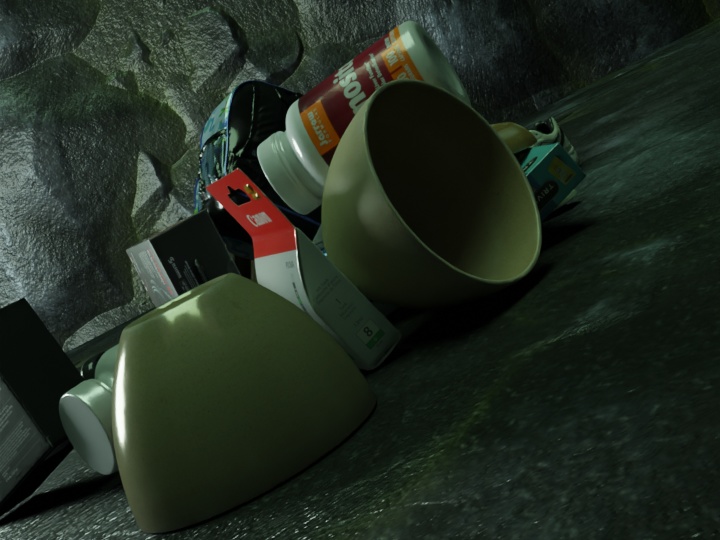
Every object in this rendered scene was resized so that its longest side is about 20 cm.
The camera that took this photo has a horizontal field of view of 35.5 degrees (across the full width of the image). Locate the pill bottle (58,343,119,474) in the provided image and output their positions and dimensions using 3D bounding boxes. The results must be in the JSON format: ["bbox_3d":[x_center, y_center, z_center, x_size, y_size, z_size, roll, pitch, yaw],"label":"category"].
[{"bbox_3d":[-0.175,0.103,1.047,0.199,0.113,0.112,-33,9,-38],"label":"pill bottle"}]

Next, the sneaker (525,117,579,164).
[{"bbox_3d":[0.216,-0.144,1.525,0.075,0.088,0.200,-18,13,45],"label":"sneaker"}]

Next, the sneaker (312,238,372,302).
[{"bbox_3d":[0.000,0.000,1.113,0.200,0.079,0.089,-41,35,-2],"label":"sneaker"}]

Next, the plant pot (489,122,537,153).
[{"bbox_3d":[0.088,-0.124,1.197,0.198,0.028,0.200,-16,9,2],"label":"plant pot"}]

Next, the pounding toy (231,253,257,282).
[{"bbox_3d":[-0.161,0.009,1.500,0.141,0.202,0.184,2,6,-2],"label":"pounding toy"}]

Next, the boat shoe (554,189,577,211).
[{"bbox_3d":[0.161,-0.076,1.322,0.200,0.061,0.072,-21,8,43],"label":"boat shoe"}]

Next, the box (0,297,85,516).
[{"bbox_3d":[-0.353,0.143,1.103,0.200,0.141,0.079,-43,-5,40],"label":"box"}]

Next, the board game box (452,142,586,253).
[{"bbox_3d":[0.132,-0.059,1.176,0.151,0.047,0.200,-45,11,-6],"label":"board game box"}]

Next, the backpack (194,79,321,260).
[{"bbox_3d":[-0.112,-0.114,1.341,0.182,0.202,0.147,19,-40,-28],"label":"backpack"}]

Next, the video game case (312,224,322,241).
[{"bbox_3d":[0.005,-0.026,1.256,0.181,0.023,0.201,-23,-26,-38],"label":"video game case"}]

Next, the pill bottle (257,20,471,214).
[{"bbox_3d":[0.001,-0.143,1.105,0.199,0.113,0.113,-34,4,17],"label":"pill bottle"}]

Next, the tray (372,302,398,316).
[{"bbox_3d":[-0.012,0.052,1.197,0.199,0.022,0.107,-32,9,-38],"label":"tray"}]

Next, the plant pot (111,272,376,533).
[{"bbox_3d":[-0.105,0.082,0.837,0.199,0.135,0.200,-26,7,3],"label":"plant pot"}]

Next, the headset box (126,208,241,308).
[{"bbox_3d":[-0.187,0.019,1.273,0.077,0.150,0.200,-30,8,-17],"label":"headset box"}]

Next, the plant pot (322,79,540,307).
[{"bbox_3d":[0.043,-0.046,0.998,0.134,0.201,0.200,-38,-3,41],"label":"plant pot"}]

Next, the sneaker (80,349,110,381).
[{"bbox_3d":[-0.244,0.140,1.162,0.083,0.072,0.200,-41,-18,2],"label":"sneaker"}]

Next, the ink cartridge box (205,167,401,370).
[{"bbox_3d":[-0.068,0.004,1.002,0.050,0.200,0.161,-49,12,-14],"label":"ink cartridge box"}]
